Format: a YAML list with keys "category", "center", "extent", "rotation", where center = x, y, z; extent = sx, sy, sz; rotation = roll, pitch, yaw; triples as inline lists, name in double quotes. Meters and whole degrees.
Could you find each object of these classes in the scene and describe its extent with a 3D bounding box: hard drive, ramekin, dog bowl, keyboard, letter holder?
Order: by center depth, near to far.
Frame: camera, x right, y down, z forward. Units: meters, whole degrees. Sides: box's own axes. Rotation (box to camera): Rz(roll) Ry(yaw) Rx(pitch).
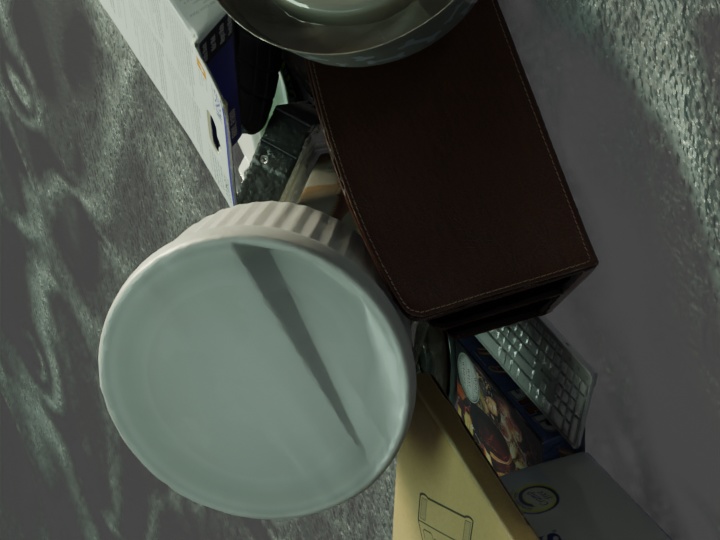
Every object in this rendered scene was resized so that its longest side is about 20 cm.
- category: "dog bowl"
  center: [-0.002, -0.217, 1.488]
  extent: [0.201, 0.199, 0.059]
  rotation: [67, -173, 21]
- category: "ramekin"
  center: [-0.057, 0.049, 1.531]
  extent: [0.094, 0.201, 0.204]
  rotation: [-65, -29, -62]
- category: "letter holder"
  center: [0.041, -0.061, 1.548]
  extent: [0.101, 0.141, 0.201]
  rotation: [127, 125, -67]
- category: "keyboard"
  center: [0.105, 0.044, 1.634]
  extent: [0.200, 0.011, 0.057]
  rotation: [50, 132, 51]
- category: "hard drive"
  center: [-0.065, -0.029, 1.792]
  extent: [0.201, 0.038, 0.140]
  rotation: [-66, -14, 13]

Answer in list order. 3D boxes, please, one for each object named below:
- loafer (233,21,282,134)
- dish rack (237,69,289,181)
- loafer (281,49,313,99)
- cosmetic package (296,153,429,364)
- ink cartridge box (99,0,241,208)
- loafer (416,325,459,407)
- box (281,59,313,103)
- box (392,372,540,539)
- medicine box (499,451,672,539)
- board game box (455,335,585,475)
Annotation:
- category: "loafer"
  center: [-0.104, -0.191, 1.728]
  extent: [0.073, 0.072, 0.202]
  rotation: [22, -120, -62]
- category: "dish rack"
  center: [-0.097, -0.155, 1.861]
  extent: [0.200, 0.043, 0.172]
  rotation: [83, 164, -60]
- category: "loafer"
  center: [-0.029, -0.184, 1.796]
  extent: [0.073, 0.071, 0.200]
  rotation: [50, -173, -40]
- category: "cosmetic package"
  center: [0.000, 0.000, 1.661]
  extent: [0.200, 0.086, 0.104]
  rotation: [-68, -27, -64]
- category: "ink cartridge box"
  center: [-0.118, -0.156, 1.595]
  extent: [0.201, 0.040, 0.200]
  rotation: [58, 169, 17]
- category: "loafer"
  center: [0.032, 0.082, 1.782]
  extent: [0.200, 0.062, 0.072]
  rotation: [105, 157, -69]
- category: "box"
  center: [-0.040, -0.110, 1.917]
  extent: [0.110, 0.034, 0.201]
  rotation: [135, 118, -69]
- category: "box"
  center: [0.070, 0.188, 1.535]
  extent: [0.200, 0.021, 0.164]
  rotation: [-123, 29, -45]
- category: "medicine box"
  center: [0.148, 0.253, 1.557]
  extent: [0.182, 0.102, 0.201]
  rotation: [-133, 33, -55]
- category: "board game box"
  center: [0.112, 0.160, 1.692]
  extent: [0.136, 0.034, 0.201]
  rotation: [-131, 31, -52]
